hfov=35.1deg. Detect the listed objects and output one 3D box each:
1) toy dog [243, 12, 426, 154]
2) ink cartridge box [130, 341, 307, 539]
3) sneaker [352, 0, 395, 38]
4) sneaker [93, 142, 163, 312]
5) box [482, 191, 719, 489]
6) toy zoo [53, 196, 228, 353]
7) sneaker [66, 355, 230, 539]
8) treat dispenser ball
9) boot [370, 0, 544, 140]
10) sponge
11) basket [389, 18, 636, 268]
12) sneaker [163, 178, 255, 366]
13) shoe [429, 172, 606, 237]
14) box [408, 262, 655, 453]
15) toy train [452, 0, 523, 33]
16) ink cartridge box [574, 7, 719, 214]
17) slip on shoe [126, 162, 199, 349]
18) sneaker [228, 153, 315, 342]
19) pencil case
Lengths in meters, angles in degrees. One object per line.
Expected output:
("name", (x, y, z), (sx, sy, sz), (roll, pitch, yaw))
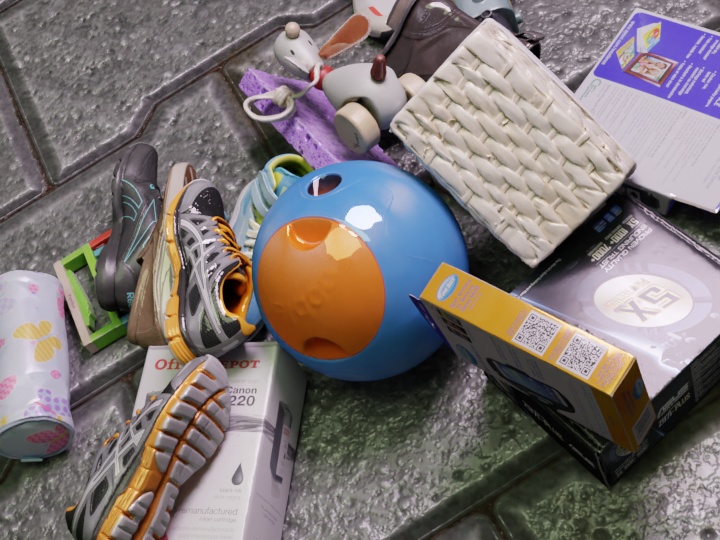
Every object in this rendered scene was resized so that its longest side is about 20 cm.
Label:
("toy dog", (-0.021, -0.201, 1.133), (0.199, 0.097, 0.132), (20, 53, 22))
("ink cartridge box", (-0.140, 0.172, 1.062), (0.145, 0.085, 0.201), (-3, 56, 19))
("sneaker", (0.011, -0.363, 1.337), (0.070, 0.093, 0.200), (-15, 55, 11))
("sneaker", (-0.231, -0.046, 1.227), (0.079, 0.075, 0.201), (1, 65, 5))
("box", (0.223, 0.057, 0.994), (0.200, 0.086, 0.164), (-41, 55, -8))
("toy zoo", (-0.232, -0.010, 1.251), (0.200, 0.020, 0.131), (-32, 53, -1))
("sneaker", (-0.185, 0.157, 0.982), (0.077, 0.078, 0.200), (17, 66, 36))
("treat dispenser ball", (0.000, 0.000, 1.044), (0.200, 0.201, 0.202), (-10, 56, 15))
("boot", (0.091, -0.182, 1.153), (0.069, 0.201, 0.174), (-23, 52, -41))
("sponge", (-0.038, -0.146, 1.211), (0.200, 0.111, 0.030), (50, 119, 36))
("basket", (0.138, -0.113, 1.025), (0.200, 0.123, 0.136), (44, 105, 0))
("sneaker", (-0.137, -0.002, 1.081), (0.077, 0.078, 0.201), (-19, 58, 21))
("shoe", (0.149, -0.085, 1.132), (0.199, 0.053, 0.070), (20, 68, 30))
("box", (0.131, 0.063, 0.899), (0.200, 0.119, 0.042), (30, 76, 32))
("toy train", (0.129, -0.283, 1.229), (0.085, 0.114, 0.201), (-19, 54, 9))
("ink cartridge box", (0.309, -0.153, 1.120), (0.200, 0.043, 0.198), (27, 72, 34))
("slip on shoe", (-0.197, -0.016, 1.150), (0.060, 0.076, 0.201), (-4, 72, 12))
("sneaker", (-0.096, -0.032, 1.140), (0.079, 0.131, 0.201), (21, 60, -17))
("pencil case", (-0.347, 0.097, 1.187), (0.091, 0.083, 0.201), (-51, 42, 38))
